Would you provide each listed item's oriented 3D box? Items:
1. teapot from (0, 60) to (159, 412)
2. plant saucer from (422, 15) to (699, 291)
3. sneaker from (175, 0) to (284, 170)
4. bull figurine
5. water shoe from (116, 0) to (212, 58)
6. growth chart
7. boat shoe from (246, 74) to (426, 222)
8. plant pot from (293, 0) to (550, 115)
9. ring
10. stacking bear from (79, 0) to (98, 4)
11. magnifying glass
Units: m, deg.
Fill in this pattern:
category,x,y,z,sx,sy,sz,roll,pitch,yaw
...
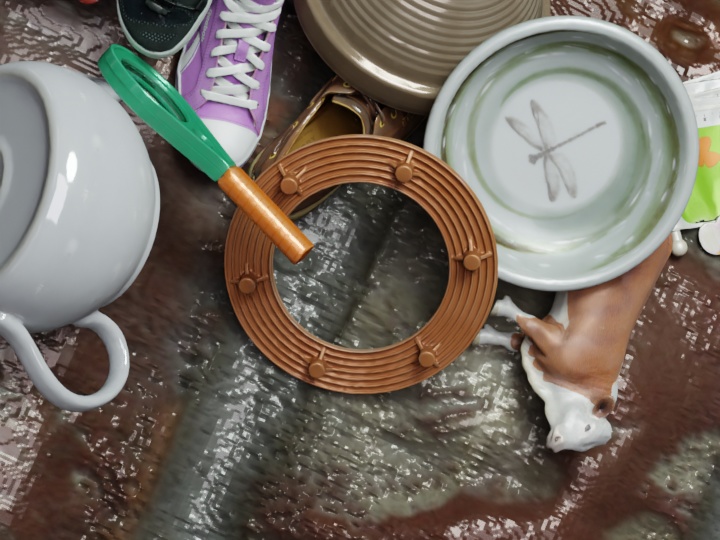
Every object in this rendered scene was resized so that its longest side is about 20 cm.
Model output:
category,x,y,z,sx,sy,sz,roll,pitch,yaw
teapot,-0.207,-0.037,1.346,0.145,0.197,0.201,22,103,-44
plant saucer,0.142,-0.088,1.402,0.198,0.050,0.202,0,109,-1
sneaker,-0.088,-0.173,1.403,0.072,0.114,0.203,9,84,-12
bull figurine,0.159,0.036,1.454,0.121,0.065,0.201,27,75,-1
water shoe,-0.123,-0.238,1.334,0.071,0.079,0.202,21,108,-2
growth chart,0.311,-0.101,1.526,0.198,0.018,0.146,-22,89,-12
boat shoe,0.000,-0.113,1.436,0.200,0.068,0.072,-43,93,-13
plant pot,0.055,-0.221,1.416,0.199,0.093,0.203,8,63,-15
ring,0.000,0.000,1.398,0.198,0.019,0.203,1,113,3
stacking bear,-0.174,-0.291,1.404,0.121,0.114,0.201,29,84,-7
magnifying glass,-0.109,-0.082,1.358,0.200,0.080,0.022,44,101,4
